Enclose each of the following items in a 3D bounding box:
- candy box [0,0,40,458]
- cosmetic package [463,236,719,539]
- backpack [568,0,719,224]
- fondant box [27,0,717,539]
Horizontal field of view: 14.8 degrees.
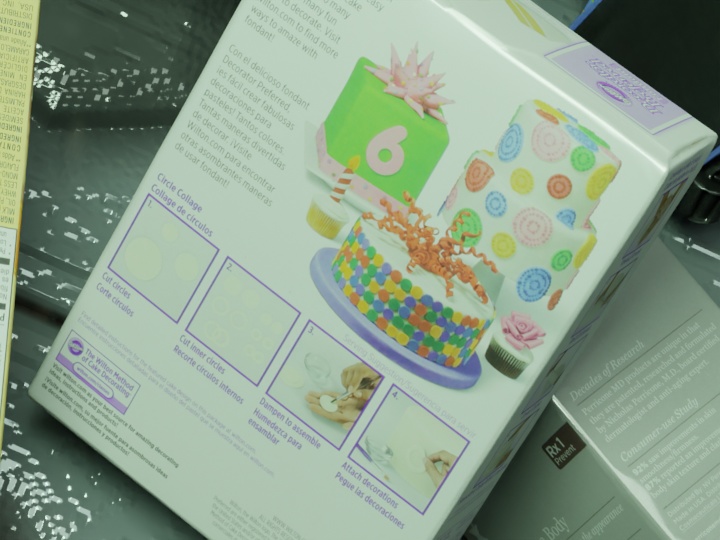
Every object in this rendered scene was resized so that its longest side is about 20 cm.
[{"bbox_3d":[-0.145,0.013,0.885,0.055,0.115,0.200,9,60,-16],"label":"candy box"},{"bbox_3d":[0.056,0.025,0.966,0.200,0.107,0.090,47,58,9],"label":"cosmetic package"},{"bbox_3d":[0.185,-0.139,1.059,0.200,0.183,0.147,-26,76,-36],"label":"backpack"},{"bbox_3d":[0.000,0.000,0.889,0.144,0.200,0.058,37,26,13],"label":"fondant box"}]
